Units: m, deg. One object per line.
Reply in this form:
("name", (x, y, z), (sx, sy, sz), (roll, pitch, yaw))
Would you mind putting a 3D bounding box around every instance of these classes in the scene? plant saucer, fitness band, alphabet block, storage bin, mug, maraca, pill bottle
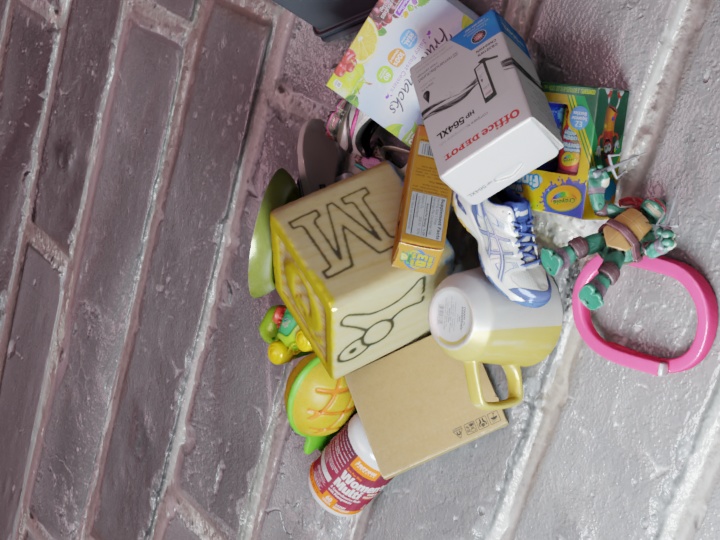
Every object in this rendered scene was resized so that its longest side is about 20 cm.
("plant saucer", (-0.126, -0.054, 1.772), (0.031, 0.200, 0.203), (12, 103, 7))
("fitness band", (0.354, 0.050, 1.460), (0.198, 0.037, 0.146), (18, 104, 44))
("alphabet block", (0.000, 0.000, 1.671), (0.197, 0.198, 0.197), (55, 159, 32))
("storage bin", (-0.041, -0.459, 1.779), (0.198, 0.133, 0.148), (-9, 70, 45))
("mug", (0.179, 0.075, 1.563), (0.150, 0.152, 0.188), (-48, 59, 35))
("maraca", (-0.056, 0.205, 1.801), (0.107, 0.136, 0.202), (38, 152, 37))
("pill bottle", (0.010, 0.282, 1.781), (0.201, 0.109, 0.110), (-51, 57, 35))

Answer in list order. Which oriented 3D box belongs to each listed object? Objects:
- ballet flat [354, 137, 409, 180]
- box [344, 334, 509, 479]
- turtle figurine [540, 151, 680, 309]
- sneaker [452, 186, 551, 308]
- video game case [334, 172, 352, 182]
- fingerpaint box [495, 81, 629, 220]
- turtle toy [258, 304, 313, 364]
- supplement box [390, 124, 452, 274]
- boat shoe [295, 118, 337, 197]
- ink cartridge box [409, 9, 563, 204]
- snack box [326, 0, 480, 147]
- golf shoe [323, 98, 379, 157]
("ballet flat", (0.067, -0.142, 1.747), (0.200, 0.069, 0.072), (42, 101, 38))
("box", (0.093, 0.185, 1.674), (0.198, 0.021, 0.165), (-25, 70, 8))
("turtle figurine", (0.321, -0.048, 1.415), (0.149, 0.200, 0.101), (35, 158, 38))
("sneaker", (0.194, -0.048, 1.510), (0.201, 0.075, 0.088), (58, 140, 14))
("video game case", (-0.059, -0.036, 1.907), (0.181, 0.023, 0.203), (-22, 76, 45))
("fingerpaint box", (0.245, -0.165, 1.541), (0.199, 0.073, 0.170), (16, 104, 46))
("turtle toy", (-0.087, 0.087, 1.849), (0.199, 0.144, 0.103), (-25, 78, 44))
("supplement box", (0.089, -0.098, 1.580), (0.067, 0.068, 0.202), (107, 177, -59))
("boat shoe", (-0.086, -0.137, 1.866), (0.092, 0.074, 0.204), (-9, 83, 53))
("ink cartridge box", (0.158, -0.210, 1.491), (0.145, 0.084, 0.202), (-32, 49, 23))
("snack box", (0.074, -0.301, 1.650), (0.168, 0.068, 0.201), (36, 113, 0))
("golf shoe", (0.025, -0.268, 1.747), (0.092, 0.072, 0.202), (37, 114, 24))
